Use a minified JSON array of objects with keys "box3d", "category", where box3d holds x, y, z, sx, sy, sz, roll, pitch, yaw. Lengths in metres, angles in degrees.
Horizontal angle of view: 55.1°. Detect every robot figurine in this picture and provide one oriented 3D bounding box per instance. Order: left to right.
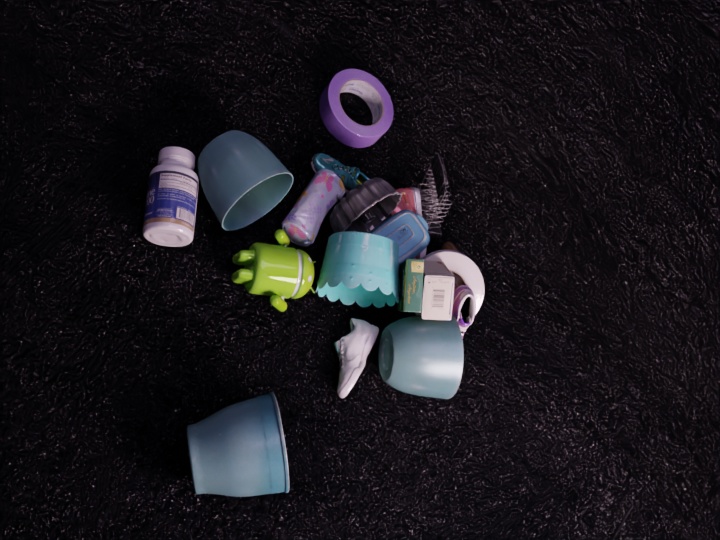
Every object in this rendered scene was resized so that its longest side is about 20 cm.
[{"box3d":[-0.194,0.001,1.587,0.196,0.115,0.179,9,73,-25],"category":"robot figurine"}]

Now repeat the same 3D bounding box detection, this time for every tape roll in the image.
[{"box3d":[-0.010,-0.438,1.867,0.196,0.065,0.204,10,68,-26],"category":"tape roll"},{"box3d":[0.218,0.049,1.770,0.198,0.037,0.208,0,100,-1],"category":"tape roll"}]

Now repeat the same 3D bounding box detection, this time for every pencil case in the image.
[{"box3d":[-0.115,-0.155,1.703,0.091,0.083,0.202,43,58,-19],"category":"pencil case"}]

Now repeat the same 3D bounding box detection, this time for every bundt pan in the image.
[{"box3d":[0.004,-0.154,1.706,0.200,0.202,0.076,-30,76,-32],"category":"bundt pan"}]

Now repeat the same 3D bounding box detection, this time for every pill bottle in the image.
[{"box3d":[-0.417,-0.165,1.529,0.109,0.111,0.204,10,68,-24],"category":"pill bottle"}]

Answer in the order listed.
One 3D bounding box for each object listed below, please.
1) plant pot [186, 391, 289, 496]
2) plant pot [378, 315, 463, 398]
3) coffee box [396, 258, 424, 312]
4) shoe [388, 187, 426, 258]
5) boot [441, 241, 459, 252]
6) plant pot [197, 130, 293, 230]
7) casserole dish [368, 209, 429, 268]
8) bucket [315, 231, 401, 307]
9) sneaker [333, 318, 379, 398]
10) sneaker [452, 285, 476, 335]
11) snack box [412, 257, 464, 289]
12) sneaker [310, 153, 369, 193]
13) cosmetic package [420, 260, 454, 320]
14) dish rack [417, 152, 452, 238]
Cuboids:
[{"box3d":[-0.252,0.366,1.398,0.184,0.200,0.204,-9,76,-14],"category":"plant pot"},{"box3d":[0.134,0.200,1.644,0.157,0.201,0.205,4,71,-15],"category":"plant pot"},{"box3d":[0.117,0.037,1.643,0.043,0.200,0.126,4,88,-2],"category":"coffee box"},{"box3d":[0.118,-0.121,1.828,0.089,0.071,0.205,-3,78,-14],"category":"shoe"},{"box3d":[0.243,0.023,1.844,0.074,0.074,0.204,-11,81,-20],"category":"boot"},{"box3d":[-0.278,-0.218,1.580,0.199,0.201,0.162,-32,78,-32],"category":"plant pot"},{"box3d":[0.089,-0.074,1.763,0.198,0.039,0.122,-36,85,-8],"category":"casserole dish"},{"box3d":[0.000,0.000,1.638,0.203,0.206,0.138,14,74,-23],"category":"bucket"},{"box3d":[-0.029,0.205,1.641,0.087,0.076,0.202,27,56,-3],"category":"sneaker"},{"box3d":[0.235,0.142,1.711,0.071,0.114,0.205,12,102,-4],"category":"sneaker"},{"box3d":[0.211,0.024,1.797,0.196,0.024,0.073,15,97,-3],"category":"snack box"},{"box3d":[-0.035,-0.248,1.779,0.197,0.079,0.079,28,62,-16],"category":"sneaker"},{"box3d":[0.174,0.044,1.648,0.069,0.200,0.108,3,102,-1],"category":"cosmetic package"},{"box3d":[0.198,-0.199,1.808,0.053,0.201,0.156,0,57,-15],"category":"dish rack"}]
